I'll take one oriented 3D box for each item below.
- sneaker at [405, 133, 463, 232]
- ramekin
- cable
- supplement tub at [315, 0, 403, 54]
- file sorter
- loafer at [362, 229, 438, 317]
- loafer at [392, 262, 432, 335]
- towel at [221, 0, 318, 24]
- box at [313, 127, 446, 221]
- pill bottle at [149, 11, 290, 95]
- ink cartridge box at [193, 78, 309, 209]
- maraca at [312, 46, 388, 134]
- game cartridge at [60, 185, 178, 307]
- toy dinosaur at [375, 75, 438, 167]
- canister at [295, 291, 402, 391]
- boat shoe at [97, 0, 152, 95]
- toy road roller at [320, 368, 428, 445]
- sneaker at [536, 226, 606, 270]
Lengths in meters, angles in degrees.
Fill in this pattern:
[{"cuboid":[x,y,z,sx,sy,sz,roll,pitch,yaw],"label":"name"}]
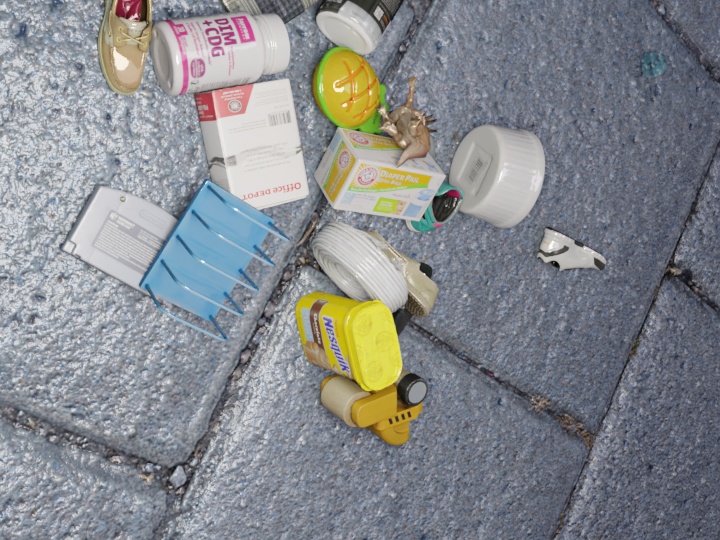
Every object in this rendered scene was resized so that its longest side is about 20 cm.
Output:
[{"cuboid":[0.142,-0.171,1.599,0.083,0.121,0.201,-4,97,-35],"label":"sneaker"},{"cuboid":[0.260,-0.190,1.638,0.097,0.200,0.201,12,89,-27],"label":"ramekin"},{"cuboid":[0.000,0.000,1.478,0.069,0.200,0.200,-46,140,-15],"label":"cable"},{"cuboid":[0.017,-0.494,1.472,0.122,0.122,0.201,38,75,-32],"label":"supplement tub"},{"cuboid":[-0.221,-0.011,1.299,0.139,0.123,0.200,31,94,-34],"label":"file sorter"},{"cuboid":[0.071,-0.001,1.573,0.068,0.076,0.200,-39,88,-32],"label":"loafer"},{"cuboid":[0.075,0.069,1.627,0.200,0.073,0.072,-49,148,-22],"label":"loafer"},{"cuboid":[-0.171,-0.508,1.402,0.192,0.034,0.200,-40,119,-21],"label":"towel"},{"cuboid":[0.035,-0.172,1.513,0.199,0.102,0.113,5,129,-35],"label":"box"},{"cuboid":[-0.221,-0.349,1.324,0.199,0.113,0.114,-17,105,-28],"label":"pill bottle"},{"cuboid":[-0.181,-0.208,1.395,0.146,0.083,0.201,-17,106,-31],"label":"ink cartridge box"},{"cuboid":[-0.012,-0.314,1.488,0.200,0.107,0.138,30,76,-49],"label":"maraca"},{"cuboid":[-0.355,-0.043,1.326,0.200,0.041,0.134,34,73,-33],"label":"game cartridge"},{"cuboid":[0.093,-0.247,1.491,0.136,0.086,0.201,52,25,-48],"label":"toy dinosaur"},{"cuboid":[-0.026,0.118,1.472,0.086,0.200,0.149,-22,108,-30],"label":"canister"},{"cuboid":[-0.354,-0.370,1.265,0.074,0.066,0.201,-4,98,-34],"label":"boat shoe"},{"cuboid":[0.028,0.264,1.581,0.199,0.123,0.147,-13,114,-33],"label":"toy road roller"},{"cuboid":[0.475,-0.033,1.889,0.199,0.074,0.080,21,99,-30],"label":"sneaker"}]
